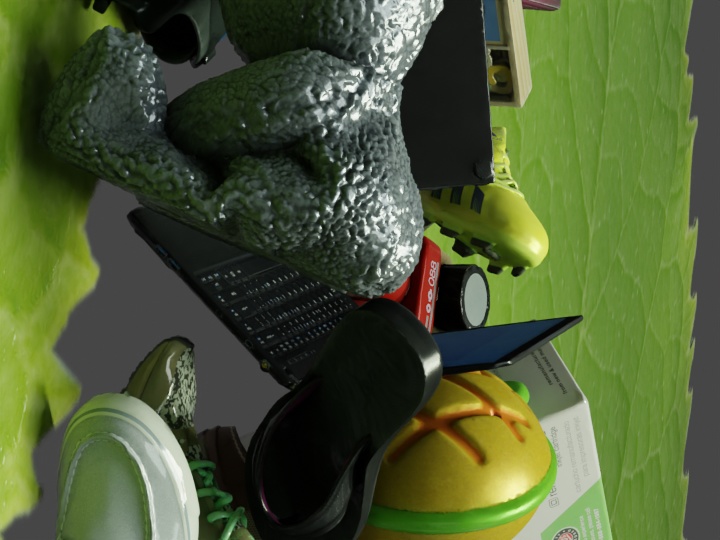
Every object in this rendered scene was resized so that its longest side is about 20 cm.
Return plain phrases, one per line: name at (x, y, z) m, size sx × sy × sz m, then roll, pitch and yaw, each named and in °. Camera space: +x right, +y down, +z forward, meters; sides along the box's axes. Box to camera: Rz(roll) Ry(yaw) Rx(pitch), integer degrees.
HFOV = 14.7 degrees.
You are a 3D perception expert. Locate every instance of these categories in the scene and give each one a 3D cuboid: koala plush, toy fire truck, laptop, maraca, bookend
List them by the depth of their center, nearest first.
koala plush at (-0.022, -0.105, 1.377) m, size 0.200 × 0.184 × 0.177 m, roll -65°, pitch 159°, yaw -3°
laptop at (0.000, 0.000, 1.519) m, size 0.103 × 0.200 × 0.177 m, roll -45°, pitch 173°, yaw 17°
maraca at (0.039, 0.096, 1.538) m, size 0.200 × 0.137 × 0.107 m, roll -89°, pitch -177°, yaw -68°
bookend at (0.012, -0.152, 1.641) m, size 0.200 × 0.092 × 0.199 m, roll -143°, pitch -132°, yaw -81°
toy fire truck at (0.006, 0.050, 1.733) m, size 0.200 × 0.128 × 0.176 m, roll 34°, pitch 60°, yaw -57°

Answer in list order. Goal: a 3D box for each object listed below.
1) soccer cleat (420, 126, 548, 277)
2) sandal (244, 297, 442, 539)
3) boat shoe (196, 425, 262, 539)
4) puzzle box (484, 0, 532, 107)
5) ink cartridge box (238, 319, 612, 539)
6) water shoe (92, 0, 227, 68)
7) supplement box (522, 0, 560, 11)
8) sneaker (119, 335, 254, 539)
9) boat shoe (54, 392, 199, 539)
soccer cleat at (0.071, -0.055, 1.758) m, size 0.065 × 0.200 × 0.084 m, roll 38°, pitch 90°, yaw -26°
sandal at (-0.023, 0.089, 1.417) m, size 0.048 × 0.075 × 0.201 m, roll -34°, pitch 160°, yaw -41°
boat shoe at (-0.039, 0.168, 1.530) m, size 0.076 × 0.074 × 0.200 m, roll 81°, pitch -12°, yaw -51°
puzzle box at (0.030, -0.192, 1.721) m, size 0.025 × 0.133 × 0.200 m, roll -62°, pitch 150°, yaw -46°
ink cartridge box at (0.039, 0.136, 1.670) m, size 0.084 × 0.200 × 0.146 m, roll -119°, pitch -169°, yaw -45°
water shoe at (-0.089, -0.147, 1.479) m, size 0.079 × 0.071 × 0.200 m, roll -65°, pitch 158°, yaw 1°
supplement box at (0.061, -0.221, 1.853) m, size 0.200 × 0.110 × 0.086 m, roll -7°, pitch 99°, yaw -73°
sneaker at (-0.085, 0.135, 1.468) m, size 0.077 × 0.088 × 0.200 m, roll -2°, pitch 94°, yaw -73°
boat shoe at (-0.121, 0.163, 1.384) m, size 0.072 × 0.070 × 0.201 m, roll -56°, pitch 147°, yaw -66°
